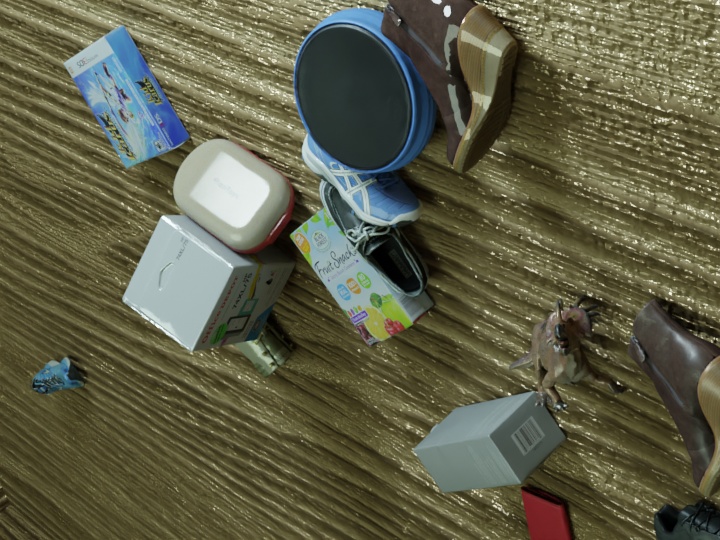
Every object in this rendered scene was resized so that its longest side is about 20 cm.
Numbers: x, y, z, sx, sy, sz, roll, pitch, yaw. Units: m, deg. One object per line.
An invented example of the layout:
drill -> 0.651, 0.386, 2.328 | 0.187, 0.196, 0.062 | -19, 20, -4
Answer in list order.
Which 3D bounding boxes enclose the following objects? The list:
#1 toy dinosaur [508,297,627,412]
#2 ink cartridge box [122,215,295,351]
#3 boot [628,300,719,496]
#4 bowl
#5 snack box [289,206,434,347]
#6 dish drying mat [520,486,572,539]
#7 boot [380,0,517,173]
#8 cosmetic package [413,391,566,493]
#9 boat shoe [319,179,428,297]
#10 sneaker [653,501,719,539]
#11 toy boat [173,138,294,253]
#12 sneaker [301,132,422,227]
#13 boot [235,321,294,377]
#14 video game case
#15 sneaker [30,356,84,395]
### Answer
toy dinosaur -> 0.239, 0.090, 1.553 | 0.200, 0.085, 0.137 | 10, 120, 70
ink cartridge box -> -0.225, 0.015, 1.929 | 0.145, 0.199, 0.148 | 34, 106, 19
boot -> 0.368, 0.144, 1.447 | 0.166, 0.072, 0.202 | 46, 153, 35
bowl -> 0.000, -0.212, 1.550 | 0.199, 0.039, 0.203 | 20, 123, 33
snack box -> 0.000, 0.000, 1.805 | 0.201, 0.053, 0.142 | 54, 149, -2
dish drying mat -> 0.280, 0.399, 1.869 | 0.076, 0.018, 0.202 | 18, 134, 43
boot -> 0.091, -0.225, 1.439 | 0.166, 0.072, 0.202 | 39, 140, 24
cosmetic package -> 0.173, 0.237, 1.763 | 0.091, 0.107, 0.200 | 54, 151, -4
boat shoe -> 0.016, -0.045, 1.695 | 0.200, 0.073, 0.068 | 55, -170, -6
sneaker -> 0.425, 0.325, 1.546 | 0.199, 0.076, 0.092 | -13, 104, 55
toy boat -> -0.179, -0.102, 1.905 | 0.199, 0.131, 0.131 | 35, 175, 26
sneaker -> 0.000, -0.129, 1.649 | 0.199, 0.075, 0.078 | 38, 142, 21
boot -> -0.170, 0.088, 2.112 | 0.155, 0.072, 0.200 | 47, 150, 6
video game case -> -0.374, -0.271, 2.046 | 0.180, 0.045, 0.202 | -9, 114, 58
sneaker -> -0.713, 0.261, 3.009 | 0.199, 0.090, 0.079 | -16, 109, 57
